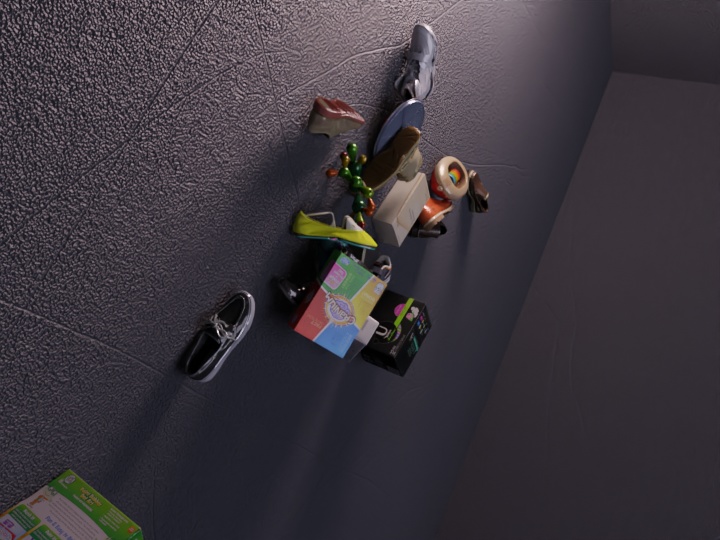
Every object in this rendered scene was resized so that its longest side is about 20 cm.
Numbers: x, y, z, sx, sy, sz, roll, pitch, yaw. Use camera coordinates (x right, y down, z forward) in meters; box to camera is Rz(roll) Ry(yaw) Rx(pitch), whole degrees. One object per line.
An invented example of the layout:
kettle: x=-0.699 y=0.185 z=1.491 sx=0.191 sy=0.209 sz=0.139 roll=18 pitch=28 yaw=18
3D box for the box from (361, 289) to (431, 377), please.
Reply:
box: x=0.104 y=0.189 z=1.774 sx=0.201 sy=0.147 sz=0.125 roll=-57 pitch=146 yaw=-25

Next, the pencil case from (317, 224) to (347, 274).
pencil case: x=-0.065 y=-0.014 z=1.436 sx=0.093 sy=0.083 sz=0.203 roll=-79 pitch=171 yaw=-60

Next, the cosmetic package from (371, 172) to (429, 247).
cosmetic package: x=0.118 y=-0.180 z=1.671 sx=0.201 sy=0.072 sz=0.104 roll=-58 pitch=148 yaw=-24

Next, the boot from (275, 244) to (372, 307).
boot: x=-0.083 y=0.014 z=1.353 sx=0.199 sy=0.069 sz=0.175 roll=32 pitch=95 yaw=-38

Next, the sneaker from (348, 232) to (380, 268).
sneaker: x=0.000 y=0.000 z=1.563 sx=0.106 sy=0.074 sz=0.203 roll=17 pitch=90 yaw=-58

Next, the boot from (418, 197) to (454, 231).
boot: x=0.223 y=-0.202 z=1.818 sx=0.075 sy=0.108 sz=0.200 roll=-43 pitch=177 yaw=33

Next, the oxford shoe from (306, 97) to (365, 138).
oxford shoe: x=-0.058 y=-0.336 z=1.308 sx=0.075 sy=0.070 sz=0.199 roll=-53 pitch=160 yaw=24

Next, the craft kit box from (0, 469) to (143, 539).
craft kit box: x=-0.467 y=0.415 z=0.873 sx=0.197 sy=0.198 sz=0.049 roll=-35 pitch=135 yaw=-45

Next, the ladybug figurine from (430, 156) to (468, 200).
ladybug figurine: x=0.278 y=-0.286 z=1.855 sx=0.200 sy=0.071 sz=0.137 roll=-36 pitch=100 yaw=-53

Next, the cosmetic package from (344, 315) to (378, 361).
cosmetic package: x=-0.032 y=0.159 z=1.485 sx=0.074 sy=0.101 sz=0.200 roll=-55 pitch=178 yaw=-26

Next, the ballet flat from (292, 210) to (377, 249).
ballet flat: x=-0.054 y=-0.095 z=1.321 sx=0.067 sy=0.196 sz=0.068 roll=-123 pitch=-137 yaw=-83

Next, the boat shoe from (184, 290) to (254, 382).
boat shoe: x=-0.282 y=0.124 z=1.155 sx=0.201 sy=0.073 sz=0.068 roll=-54 pitch=162 yaw=-12

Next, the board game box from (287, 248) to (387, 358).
board game box: x=-0.050 y=0.077 z=1.329 sx=0.152 sy=0.040 sz=0.202 roll=33 pitch=87 yaw=-31

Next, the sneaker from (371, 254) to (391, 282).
sneaker: x=0.027 y=0.022 z=1.624 sx=0.200 sy=0.077 sz=0.081 roll=-49 pitch=150 yaw=-54

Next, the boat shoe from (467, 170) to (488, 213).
boat shoe: x=0.440 y=-0.289 z=2.155 sx=0.075 sy=0.074 sz=0.203 roll=-59 pitch=148 yaw=-21

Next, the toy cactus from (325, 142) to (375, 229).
toy cactus: x=-0.016 y=-0.196 z=1.407 sx=0.165 sy=0.101 sz=0.203 roll=-36 pitch=109 yaw=-87

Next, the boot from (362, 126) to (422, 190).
boot: x=0.090 y=-0.266 z=1.547 sx=0.201 sy=0.072 sz=0.156 roll=-51 pitch=161 yaw=-7

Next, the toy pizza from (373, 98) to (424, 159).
toy pizza: x=0.096 y=-0.364 z=1.534 sx=0.200 sy=0.032 sz=0.201 roll=-42 pitch=158 yaw=-21

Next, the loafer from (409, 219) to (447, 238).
loafer: x=0.223 y=-0.139 z=1.871 sx=0.199 sy=0.070 sz=0.074 roll=-15 pitch=119 yaw=-56

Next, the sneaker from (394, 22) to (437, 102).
sneaker: x=0.145 y=-0.526 z=1.515 sx=0.115 sy=0.074 sz=0.202 roll=-48 pitch=146 yaw=-40
